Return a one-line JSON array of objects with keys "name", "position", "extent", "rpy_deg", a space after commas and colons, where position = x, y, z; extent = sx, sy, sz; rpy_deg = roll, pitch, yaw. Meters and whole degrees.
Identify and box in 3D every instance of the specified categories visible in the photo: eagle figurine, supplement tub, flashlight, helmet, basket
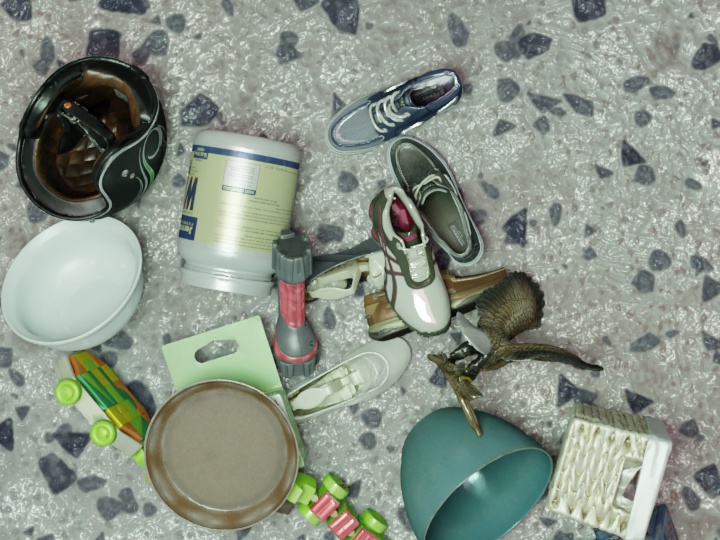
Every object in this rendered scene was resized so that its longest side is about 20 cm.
[{"name": "eagle figurine", "position": [0.190, 0.093, 1.515], "extent": [0.199, 0.151, 0.153], "rpy_deg": [-24, 102, -14]}, {"name": "supplement tub", "position": [-0.161, -0.075, 1.571], "extent": [0.144, 0.145, 0.201], "rpy_deg": [10, 92, 5]}, {"name": "flashlight", "position": [-0.085, 0.049, 1.554], "extent": [0.067, 0.068, 0.201], "rpy_deg": [17, 133, 17]}, {"name": "helmet", "position": [-0.350, -0.164, 1.566], "extent": [0.199, 0.191, 0.201], "rpy_deg": [9, 58, -14]}, {"name": "basket", "position": [0.310, 0.246, 1.509], "extent": [0.123, 0.200, 0.136], "rpy_deg": [16, 93, 10]}]

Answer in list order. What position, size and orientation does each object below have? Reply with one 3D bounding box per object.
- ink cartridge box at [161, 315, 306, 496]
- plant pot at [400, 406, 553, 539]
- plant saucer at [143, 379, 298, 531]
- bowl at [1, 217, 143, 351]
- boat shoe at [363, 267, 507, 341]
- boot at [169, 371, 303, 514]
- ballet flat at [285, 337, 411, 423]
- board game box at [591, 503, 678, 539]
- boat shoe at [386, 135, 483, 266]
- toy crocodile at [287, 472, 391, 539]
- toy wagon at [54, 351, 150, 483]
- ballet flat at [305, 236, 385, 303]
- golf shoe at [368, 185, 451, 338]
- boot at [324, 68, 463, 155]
[{"name": "ink cartridge box", "position": [-0.168, 0.177, 1.566], "extent": [0.145, 0.048, 0.201], "rpy_deg": [-17, 99, 5]}, {"name": "plant pot", "position": [0.128, 0.256, 1.545], "extent": [0.200, 0.200, 0.135], "rpy_deg": [-44, 53, 5]}, {"name": "plant saucer", "position": [-0.177, 0.234, 1.536], "extent": [0.199, 0.032, 0.202], "rpy_deg": [0, 100, 2]}, {"name": "bowl", "position": [-0.370, 0.032, 1.604], "extent": [0.200, 0.091, 0.202], "rpy_deg": [-8, 56, 11]}, {"name": "boat shoe", "position": [0.097, 0.029, 1.585], "extent": [0.199, 0.076, 0.074], "rpy_deg": [-20, 78, -1]}, {"name": "boot", "position": [-0.163, 0.227, 1.622], "extent": [0.199, 0.064, 0.188], "rpy_deg": [9, 100, 6]}, {"name": "ballet flat", "position": [-0.023, 0.152, 1.604], "extent": [0.199, 0.069, 0.070], "rpy_deg": [-26, 89, 5]}, {"name": "board game box", "position": [0.316, 0.376, 1.509], "extent": [0.199, 0.200, 0.062], "rpy_deg": [-21, 90, 5]}, {"name": "boat shoe", "position": [0.099, -0.099, 1.572], "extent": [0.072, 0.071, 0.201], "rpy_deg": [-36, 76, 5]}, {"name": "toy crocodile", "position": [-0.021, 0.336, 1.597], "extent": [0.068, 0.062, 0.200], "rpy_deg": [-45, 105, 3]}, {"name": "toy wagon", "position": [-0.323, 0.192, 1.582], "extent": [0.040, 0.155, 0.200], "rpy_deg": [-41, 88, 6]}, {"name": "ballet flat", "position": [0.000, 0.000, 1.593], "extent": [0.199, 0.073, 0.074], "rpy_deg": [-16, 90, 9]}, {"name": "golf shoe", "position": [0.061, -0.011, 1.515], "extent": [0.077, 0.088, 0.201], "rpy_deg": [-20, 81, -8]}, {"name": "boot", "position": [0.040, -0.213, 1.575], "extent": [0.199, 0.090, 0.073], "rpy_deg": [-26, 89, 6]}]
